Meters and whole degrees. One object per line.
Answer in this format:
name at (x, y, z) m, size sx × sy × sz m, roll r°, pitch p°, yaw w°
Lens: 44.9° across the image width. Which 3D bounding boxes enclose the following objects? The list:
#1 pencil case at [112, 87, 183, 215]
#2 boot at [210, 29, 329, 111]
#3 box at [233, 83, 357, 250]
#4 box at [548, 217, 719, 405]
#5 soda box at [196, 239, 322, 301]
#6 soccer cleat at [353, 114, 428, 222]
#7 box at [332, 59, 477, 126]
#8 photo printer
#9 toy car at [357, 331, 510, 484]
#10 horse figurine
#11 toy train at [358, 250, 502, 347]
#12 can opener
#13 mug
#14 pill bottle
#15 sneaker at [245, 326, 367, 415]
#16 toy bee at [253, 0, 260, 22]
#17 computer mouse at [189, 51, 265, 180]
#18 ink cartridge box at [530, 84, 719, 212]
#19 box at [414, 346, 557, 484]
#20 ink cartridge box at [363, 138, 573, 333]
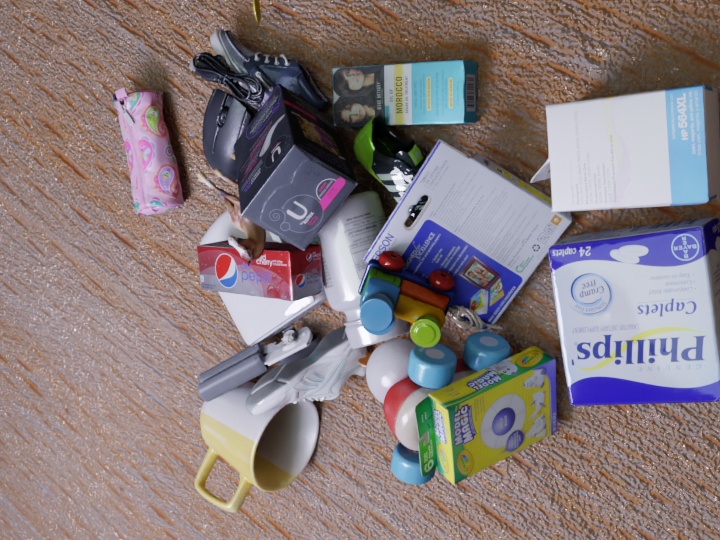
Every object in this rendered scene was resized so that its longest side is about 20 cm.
pencil case at (-0.342, -0.191, 1.401) m, size 0.087 × 0.087 × 0.202 m, roll -8°, pitch 96°, yaw 30°
boot at (-0.131, -0.292, 1.278) m, size 0.090 × 0.073 × 0.201 m, roll -38°, pitch 87°, yaw 22°
box at (-0.093, -0.142, 1.173) m, size 0.106 × 0.201 × 0.122 m, roll 30°, pitch 114°, yaw -27°
box at (0.339, 0.051, 1.044) m, size 0.182 × 0.105 × 0.202 m, roll -7°, pitch 96°, yaw 31°
soda box at (-0.144, -0.004, 1.229) m, size 0.199 × 0.063 × 0.071 m, roll 5°, pitch 103°, yaw 41°
soccer cleat at (0.072, -0.123, 1.167) m, size 0.200 × 0.068 × 0.081 m, roll 43°, pitch 147°, yaw 5°
box at (0.058, -0.239, 1.184) m, size 0.198 × 0.049 × 0.083 m, roll 3°, pitch 100°, yaw 29°
photo printer at (-0.153, -0.008, 1.333) m, size 0.166 × 0.069 × 0.201 m, roll -33°, pitch 82°, yaw 30°
toy car at (0.084, 0.151, 1.202) m, size 0.200 × 0.175 × 0.186 m, roll 40°, pitch 131°, yaw 48°
horse figurine at (-0.157, -0.094, 1.206) m, size 0.133 × 0.200 × 0.050 m, roll 45°, pitch 109°, yaw -5°
toy train at (0.091, 0.059, 1.102) m, size 0.198 × 0.116 × 0.085 m, roll 21°, pitch 114°, yaw -1°
can opener at (-0.153, 0.145, 1.321) m, size 0.198 × 0.053 × 0.067 m, roll -25°, pitch 117°, yaw 5°
mug at (-0.179, 0.250, 1.339) m, size 0.152 × 0.186 × 0.151 m, roll 19°, pitch 129°, yaw 34°
pill bottle at (0.000, 0.000, 1.221) m, size 0.113 × 0.114 × 0.202 m, roll -17°, pitch 90°, yaw 31°
sneaker at (-0.071, 0.162, 1.264) m, size 0.081 × 0.199 × 0.070 m, roll 65°, pitch 167°, yaw -22°
toy bee at (-0.136, -0.434, 1.227) m, size 0.199 × 0.108 × 0.132 m, roll -25°, pitch 84°, yaw 30°
computer mouse at (-0.203, -0.210, 1.292) m, size 0.138 × 0.053 × 0.201 m, roll 31°, pitch 138°, yaw 26°
ink cartridge box at (0.306, -0.139, 1.014) m, size 0.198 × 0.128 × 0.127 m, roll -1°, pitch 98°, yaw 29°
box at (0.160, 0.186, 1.104) m, size 0.048 × 0.198 × 0.118 m, roll 34°, pitch 139°, yaw 55°
ink cartridge box at (0.137, -0.045, 1.136) m, size 0.199 × 0.047 × 0.198 m, roll 32°, pitch 116°, yaw -4°
